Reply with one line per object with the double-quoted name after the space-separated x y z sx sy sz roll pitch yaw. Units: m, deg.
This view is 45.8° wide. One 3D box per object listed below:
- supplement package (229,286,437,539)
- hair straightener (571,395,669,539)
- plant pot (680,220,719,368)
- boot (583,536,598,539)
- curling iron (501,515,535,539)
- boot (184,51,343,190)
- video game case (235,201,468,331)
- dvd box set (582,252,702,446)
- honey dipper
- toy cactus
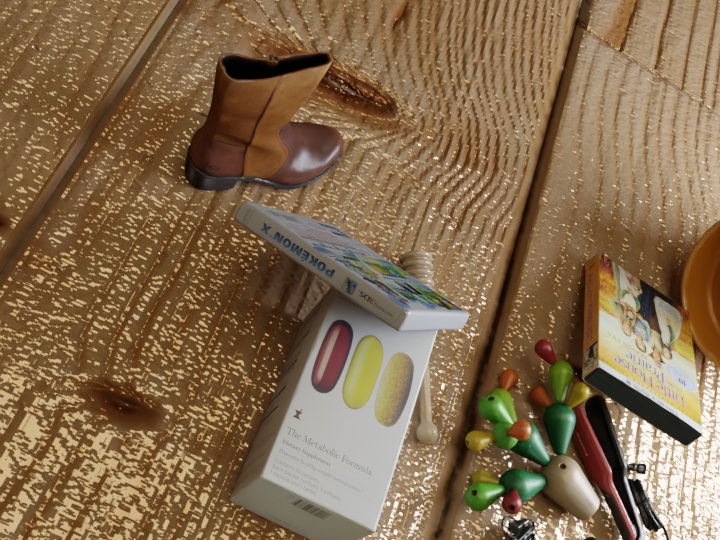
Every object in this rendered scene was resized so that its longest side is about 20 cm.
-0.023 0.130 0.780 0.112 0.110 0.202 27 58 -10 "supplement package"
0.291 0.228 0.915 0.076 0.041 0.202 -12 67 -29 "hair straightener"
0.527 0.029 1.043 0.181 0.199 0.203 0 65 -41 "plant pot"
0.287 0.377 0.828 0.198 0.066 0.166 32 41 -14 "boot"
0.114 0.316 0.802 0.201 0.025 0.050 -54 131 -29 "curling iron"
-0.072 -0.158 0.838 0.185 0.200 0.070 -4 68 -25 "boot"
0.000 0.000 0.793 0.181 0.199 0.022 34 98 20 "video game case"
0.317 0.083 0.966 0.145 0.029 0.201 32 39 -9 "dvd box set"
0.065 0.080 0.891 0.037 0.038 0.204 5 69 -22 "honey dipper"
0.189 0.182 0.871 0.165 0.102 0.200 47 48 -8 "toy cactus"
